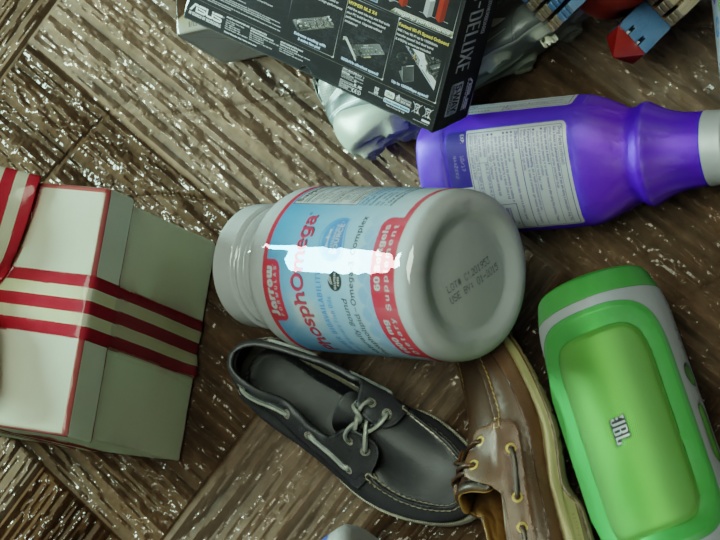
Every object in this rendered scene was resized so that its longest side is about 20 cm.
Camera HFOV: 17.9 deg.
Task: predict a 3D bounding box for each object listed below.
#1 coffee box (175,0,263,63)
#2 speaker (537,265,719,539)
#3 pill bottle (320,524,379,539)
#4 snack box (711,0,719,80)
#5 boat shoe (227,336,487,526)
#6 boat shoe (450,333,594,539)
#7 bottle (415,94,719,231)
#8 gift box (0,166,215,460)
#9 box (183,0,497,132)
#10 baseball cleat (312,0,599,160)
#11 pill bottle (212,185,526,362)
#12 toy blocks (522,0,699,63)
[{"bbox_3d":[-0.067,-0.257,1.586,0.113,0.080,0.201,-10,75,21],"label":"coffee box"},{"bbox_3d":[0.172,0.102,1.406,0.088,0.088,0.200,-23,71,17],"label":"speaker"},{"bbox_3d":[-0.051,0.263,1.452,0.200,0.114,0.114,-38,67,12],"label":"pill bottle"},{"bbox_3d":[0.314,-0.168,1.380,0.199,0.053,0.143,-3,76,-1],"label":"snack box"},{"bbox_3d":[-0.006,0.104,1.493,0.200,0.063,0.073,31,90,24],"label":"boat shoe"},{"bbox_3d":[0.090,0.124,1.429,0.067,0.072,0.201,-12,67,-12],"label":"boat shoe"},{"bbox_3d":[0.138,-0.070,1.460,0.199,0.065,0.084,-5,111,23],"label":"bottle"},{"bbox_3d":[-0.230,0.038,1.536,0.199,0.187,0.185,0,79,22],"label":"gift box"},{"bbox_3d":[-0.008,-0.199,1.444,0.200,0.050,0.158,26,119,23],"label":"box"},{"bbox_3d":[0.055,-0.158,1.515,0.200,0.070,0.107,-31,77,14],"label":"baseball cleat"},{"bbox_3d":[0.000,0.000,1.465,0.200,0.109,0.109,2,79,46],"label":"pill bottle"},{"bbox_3d":[0.148,-0.211,1.442,0.200,0.100,0.137,46,75,-1],"label":"toy blocks"}]
